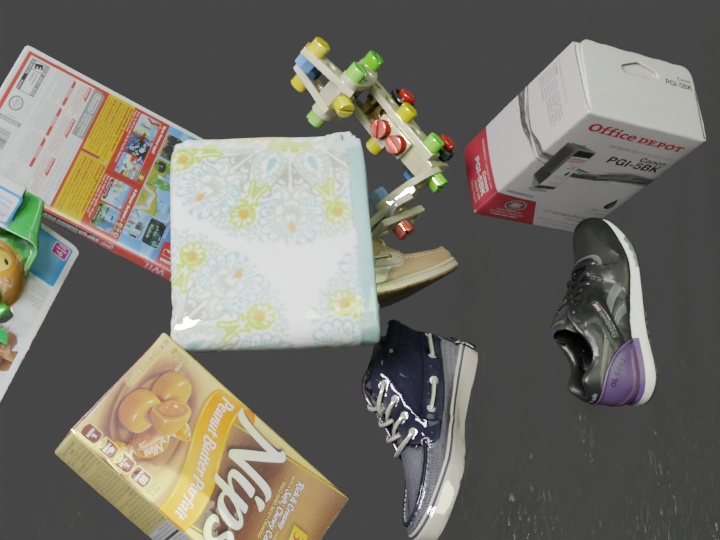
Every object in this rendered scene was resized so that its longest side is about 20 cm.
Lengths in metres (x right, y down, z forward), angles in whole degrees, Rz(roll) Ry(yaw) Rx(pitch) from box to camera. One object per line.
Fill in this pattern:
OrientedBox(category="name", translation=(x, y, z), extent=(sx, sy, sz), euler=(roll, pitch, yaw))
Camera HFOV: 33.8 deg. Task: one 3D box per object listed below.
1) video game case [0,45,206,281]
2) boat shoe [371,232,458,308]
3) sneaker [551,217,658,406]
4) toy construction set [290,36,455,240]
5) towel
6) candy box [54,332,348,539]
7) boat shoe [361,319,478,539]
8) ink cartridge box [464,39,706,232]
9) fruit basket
OrientedBox(category="video game case", translation=(-0.225, -0.093, 1.016), extent=(0.199, 0.017, 0.144), euler=(28, 54, -14))
OrientedBox(category="boat shoe", translation=(0.000, 0.000, 1.059), extent=(0.199, 0.074, 0.070), euler=(-16, 79, -35))
OrientedBox(category="sneaker", translation=(0.230, 0.036, 1.176), extent=(0.087, 0.076, 0.201), euler=(2, 63, -22))
OrientedBox(category="toy construction set", translation=(0.018, -0.127, 1.124), extent=(0.131, 0.092, 0.201), euler=(-11, 74, -62))
OrientedBox(category="towel", translation=(-0.073, -0.026, 0.994), extent=(0.170, 0.048, 0.201), euler=(-3, 62, -4))
OrientedBox(category="candy box", translation=(-0.120, 0.159, 0.913), extent=(0.200, 0.055, 0.116), euler=(42, 51, -3))
OrientedBox(category="boat shoe", translation=(0.039, 0.134, 1.017), extent=(0.092, 0.075, 0.201), euler=(22, 47, -10))
OrientedBox(category="ink cartridge box", translation=(0.217, -0.125, 1.172), extent=(0.146, 0.200, 0.083), euler=(9, 61, -25))
OrientedBox(category="fruit basket", translation=(-0.313, -0.003, 0.851), extent=(0.185, 0.094, 0.200), euler=(30, 34, -13))
